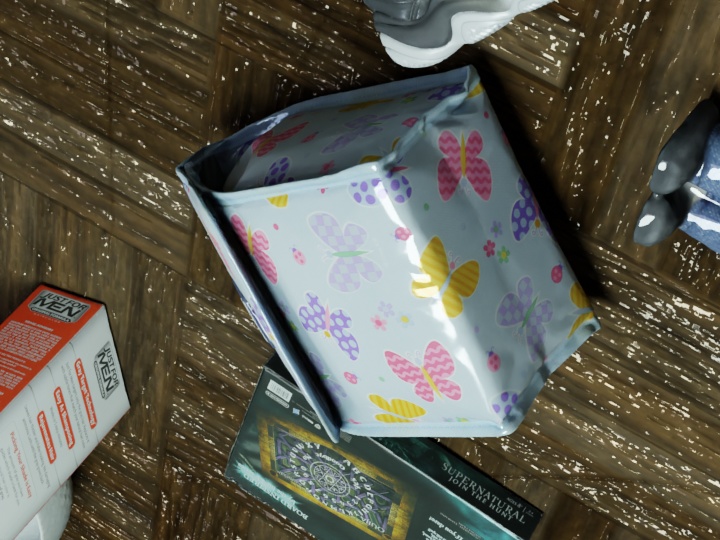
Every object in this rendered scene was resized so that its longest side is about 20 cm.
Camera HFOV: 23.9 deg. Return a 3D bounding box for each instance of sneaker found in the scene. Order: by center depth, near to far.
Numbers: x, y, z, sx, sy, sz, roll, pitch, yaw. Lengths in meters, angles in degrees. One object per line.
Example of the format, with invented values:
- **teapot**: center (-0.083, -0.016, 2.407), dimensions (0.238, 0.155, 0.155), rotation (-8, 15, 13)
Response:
- **sneaker**: center (0.050, -0.172, 0.761), dimensions (0.114, 0.076, 0.200), rotation (49, 142, -13)

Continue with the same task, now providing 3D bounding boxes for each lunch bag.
- **lunch bag**: center (0.000, 0.000, 0.921), dimensions (0.199, 0.127, 0.170), rotation (-3, 122, 47)

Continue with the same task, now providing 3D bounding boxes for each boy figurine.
- **boy figurine**: center (0.228, 0.000, 0.790), dimensions (0.199, 0.064, 0.125), rotation (31, 136, 16)

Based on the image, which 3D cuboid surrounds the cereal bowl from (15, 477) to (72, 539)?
- **cereal bowl**: center (-0.298, 0.135, 1.303), dimensions (0.199, 0.083, 0.201), rotation (21, 136, 21)

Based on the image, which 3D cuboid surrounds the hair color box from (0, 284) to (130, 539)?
- **hair color box**: center (-0.243, 0.113, 1.150), dimensions (0.061, 0.200, 0.102), rotation (16, 134, 26)

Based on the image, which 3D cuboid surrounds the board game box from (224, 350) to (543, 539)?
- **board game box**: center (0.009, 0.146, 1.117), dimensions (0.199, 0.028, 0.136), rotation (34, 140, 8)
